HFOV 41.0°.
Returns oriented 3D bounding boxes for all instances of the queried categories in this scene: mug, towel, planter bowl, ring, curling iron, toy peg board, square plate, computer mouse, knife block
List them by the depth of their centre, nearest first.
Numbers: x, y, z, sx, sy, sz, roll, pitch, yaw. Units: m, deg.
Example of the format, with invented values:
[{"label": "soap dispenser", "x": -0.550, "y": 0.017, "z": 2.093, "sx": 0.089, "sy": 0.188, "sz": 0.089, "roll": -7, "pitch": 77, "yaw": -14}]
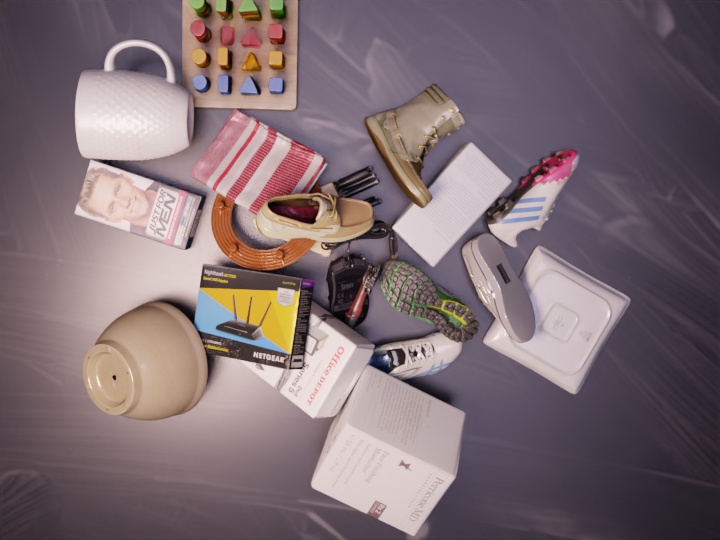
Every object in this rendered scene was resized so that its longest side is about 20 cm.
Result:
[{"label": "mug", "x": -0.369, "y": -0.282, "z": 1.600, "sx": 0.174, "sy": 0.148, "sz": 0.202, "roll": 3, "pitch": 106, "yaw": -3}, {"label": "planter bowl", "x": -0.372, "y": 0.164, "z": 1.602, "sx": 0.199, "sy": 0.134, "sz": 0.202, "roll": 8, "pitch": 105, "yaw": 31}, {"label": "ring", "x": -0.158, "y": -0.098, "z": 1.624, "sx": 0.199, "sy": 0.019, "sz": 0.202, "roll": -3, "pitch": 72, "yaw": 10}, {"label": "toy peg board", "x": -0.207, "y": -0.378, "z": 1.625, "sx": 0.198, "sy": 0.098, "sz": 0.201, "roll": 1, "pitch": 94, "yaw": -1}, {"label": "towel", "x": -0.173, "y": -0.174, "z": 1.631, "sx": 0.199, "sy": 0.023, "sz": 0.145, "roll": 30, "pitch": 80, "yaw": 17}, {"label": "curling iron", "x": -0.013, "y": 0.074, "z": 1.655, "sx": 0.025, "sy": 0.050, "sz": 0.201, "roll": 27, "pitch": 114, "yaw": 3}, {"label": "knife block", "x": -0.067, "y": -0.121, "z": 1.665, "sx": 0.199, "sy": 0.064, "sz": 0.177, "roll": 21, "pitch": 93, "yaw": -2}, {"label": "computer mouse", "x": 0.000, "y": 0.000, "z": 1.671, "sx": 0.140, "sy": 0.046, "sz": 0.201, "roll": -17, "pitch": 123, "yaw": -16}, {"label": "square plate", "x": 0.350, "y": 0.090, "z": 1.708, "sx": 0.197, "sy": 0.028, "sz": 0.201, "roll": 29, "pitch": 94, "yaw": -3}]

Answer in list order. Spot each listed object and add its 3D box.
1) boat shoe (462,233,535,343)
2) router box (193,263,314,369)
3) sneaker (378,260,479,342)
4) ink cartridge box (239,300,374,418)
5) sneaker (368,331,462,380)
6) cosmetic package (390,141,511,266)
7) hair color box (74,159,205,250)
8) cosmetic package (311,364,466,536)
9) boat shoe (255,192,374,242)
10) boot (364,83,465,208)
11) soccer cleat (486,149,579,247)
[{"label": "boat shoe", "x": 0.236, "y": 0.036, "z": 1.678, "sx": 0.072, "sy": 0.066, "sz": 0.201, "roll": -29, "pitch": 90, "yaw": -35}, {"label": "router box", "x": -0.181, "y": 0.075, "z": 1.598, "sx": 0.199, "sy": 0.051, "sz": 0.150, "roll": 7, "pitch": 89, "yaw": 27}, {"label": "sneaker", "x": 0.111, "y": 0.052, "z": 1.668, "sx": 0.200, "sy": 0.085, "sz": 0.078, "roll": 38, "pitch": 96, "yaw": -13}, {"label": "ink cartridge box", "x": -0.099, "y": 0.134, "z": 1.632, "sx": 0.199, "sy": 0.084, "sz": 0.146, "roll": 34, "pitch": 99, "yaw": 23}, {"label": "sneaker", "x": 0.084, "y": 0.153, "z": 1.683, "sx": 0.199, "sy": 0.072, "sz": 0.072, "roll": -16, "pitch": 80, "yaw": 0}, {"label": "cosmetic package", "x": 0.155, "y": -0.115, "z": 1.666, "sx": 0.101, "sy": 0.071, "sz": 0.200, "roll": 43, "pitch": 92, "yaw": -5}, {"label": "hair color box", "x": -0.378, "y": -0.112, "z": 1.661, "sx": 0.199, "sy": 0.061, "sz": 0.101, "roll": 18, "pitch": 94, "yaw": -2}, {"label": "cosmetic package", "x": 0.050, "y": 0.302, "z": 1.625, "sx": 0.199, "sy": 0.165, "sz": 0.165, "roll": 26, "pitch": 124, "yaw": -2}, {"label": "boat shoe", "x": -0.067, "y": -0.090, "z": 1.560, "sx": 0.199, "sy": 0.066, "sz": 0.074, "roll": -6, "pitch": 65, "yaw": -17}, {"label": "boot", "x": 0.113, "y": -0.215, "z": 1.630, "sx": 0.154, "sy": 0.072, "sz": 0.201, "roll": -28, "pitch": 63, "yaw": -2}, {"label": "soccer cleat", "x": 0.311, "y": -0.124, "z": 1.678, "sx": 0.200, "sy": 0.070, "sz": 0.086, "roll": -41, "pitch": 110, "yaw": 4}]
